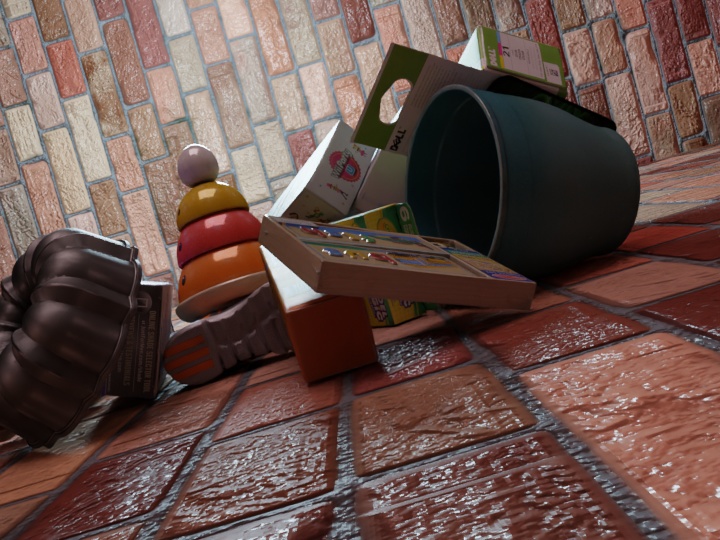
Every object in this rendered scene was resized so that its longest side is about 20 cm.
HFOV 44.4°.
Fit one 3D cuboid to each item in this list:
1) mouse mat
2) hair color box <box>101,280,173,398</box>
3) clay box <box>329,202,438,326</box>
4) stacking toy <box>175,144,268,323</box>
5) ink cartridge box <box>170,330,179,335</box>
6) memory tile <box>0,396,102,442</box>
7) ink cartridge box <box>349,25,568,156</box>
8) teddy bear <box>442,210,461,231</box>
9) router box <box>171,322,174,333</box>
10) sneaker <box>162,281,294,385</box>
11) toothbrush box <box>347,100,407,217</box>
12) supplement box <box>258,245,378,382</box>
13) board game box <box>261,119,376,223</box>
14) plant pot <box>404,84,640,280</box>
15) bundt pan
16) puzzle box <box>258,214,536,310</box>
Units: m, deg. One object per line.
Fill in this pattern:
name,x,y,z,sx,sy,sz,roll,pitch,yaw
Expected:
mouse mat,0.167,-0.124,0.986,0.159,0.008,0.200,17,-42,-21
hair color box,-0.235,0.066,0.930,0.064,0.111,0.200,4,-2,-11
clay box,0.000,0.000,0.935,0.047,0.116,0.199,-19,3,-29
stacking toy,-0.168,-0.050,1.026,0.144,0.202,0.146,-19,-9,-3
ink cartridge box,-0.128,0.067,1.099,0.196,0.048,0.199,-20,2,-29
memory tile,-0.340,0.091,0.878,0.017,0.156,0.199,11,20,36
ink cartridge box,0.103,-0.191,0.967,0.197,0.077,0.148,12,-39,-14
teddy bear,0.091,-0.024,1.040,0.198,0.067,0.145,-22,-35,14
router box,-0.374,0.127,1.224,0.198,0.052,0.149,-16,5,19
sneaker,-0.111,0.054,0.921,0.197,0.079,0.112,-17,5,-8
toothbrush box,0.048,-0.119,1.143,0.085,0.148,0.200,28,-1,-5
supplement box,-0.042,0.024,0.771,0.068,0.067,0.200,-16,19,-6
board game box,-0.072,-0.074,1.121,0.200,0.064,0.148,-46,15,43
plant pot,0.169,-0.082,0.894,0.185,0.203,0.200,-2,-2,-23
bundt pan,-0.281,0.050,0.783,0.075,0.204,0.201,29,-26,-33
puzzle box,0.028,-0.007,0.725,0.198,0.026,0.133,6,16,-29
